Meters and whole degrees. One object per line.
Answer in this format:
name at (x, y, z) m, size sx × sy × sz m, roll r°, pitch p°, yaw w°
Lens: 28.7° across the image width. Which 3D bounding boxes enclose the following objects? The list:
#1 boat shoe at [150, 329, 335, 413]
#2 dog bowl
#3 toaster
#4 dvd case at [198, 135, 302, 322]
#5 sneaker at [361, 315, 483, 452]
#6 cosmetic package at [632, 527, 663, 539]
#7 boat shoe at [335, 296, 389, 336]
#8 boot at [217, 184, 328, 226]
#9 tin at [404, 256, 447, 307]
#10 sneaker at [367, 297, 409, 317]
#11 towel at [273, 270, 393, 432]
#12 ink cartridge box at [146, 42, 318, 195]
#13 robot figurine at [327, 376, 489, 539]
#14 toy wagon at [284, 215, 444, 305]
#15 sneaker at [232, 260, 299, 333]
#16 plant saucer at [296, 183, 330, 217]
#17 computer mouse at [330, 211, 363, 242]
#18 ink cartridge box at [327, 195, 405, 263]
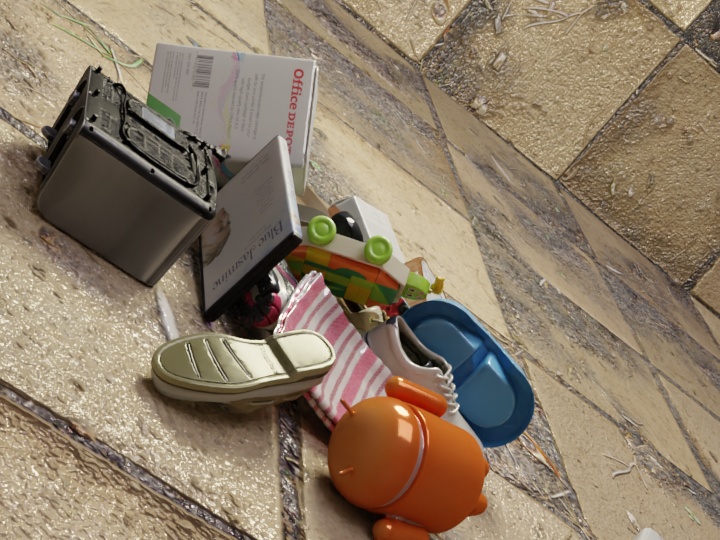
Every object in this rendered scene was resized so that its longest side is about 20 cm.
boat shoe at (-0.117, 0.106, 1.362) m, size 0.198 × 0.069 × 0.075 m, roll 0°, pitch 45°, yaw -36°
dog bowl at (0.123, 0.116, 1.676) m, size 0.200 × 0.111 × 0.050 m, roll 47°, pitch 18°, yaw -4°
toaster at (-0.243, -0.100, 1.495) m, size 0.199 × 0.119 × 0.181 m, roll 34°, pitch 19°, yaw -23°
dvd case at (-0.126, -0.049, 1.557) m, size 0.017 × 0.142 × 0.201 m, roll 37°, pitch 23°, yaw -30°
sneaker at (0.079, 0.140, 1.624) m, size 0.200 × 0.071 × 0.073 m, roll 48°, pitch 31°, yaw -2°
cosmetic package at (0.245, 0.378, 1.280) m, size 0.167 × 0.200 × 0.166 m, roll 44°, pitch 17°, yaw 8°
boat shoe at (0.000, 0.069, 1.720) m, size 0.200 × 0.066 × 0.074 m, roll 46°, pitch 17°, yaw 11°
boot at (-0.141, -0.056, 1.709) m, size 0.198 × 0.076 × 0.074 m, roll 18°, pitch 25°, yaw -1°
tin at (0.093, 0.060, 1.920) m, size 0.112 × 0.042 × 0.201 m, roll 53°, pitch 18°, yaw -30°
sneaker at (0.060, 0.107, 1.792) m, size 0.201 × 0.079 × 0.096 m, roll 53°, pitch 2°, yaw 19°
towel at (-0.017, 0.112, 1.516) m, size 0.201 × 0.030 × 0.147 m, roll 53°, pitch 29°, yaw -17°
ink cartridge box at (-0.154, -0.181, 1.691) m, size 0.197 × 0.147 × 0.088 m, roll 5°, pitch -21°, yaw 1°
robot figurine at (0.047, 0.195, 1.429) m, size 0.199 × 0.145 × 0.116 m, roll 28°, pitch 6°, yaw -40°
toy wagon at (0.000, 0.000, 1.631) m, size 0.198 × 0.040 × 0.155 m, roll 19°, pitch -20°, yaw -1°
sneaker at (-0.118, 0.003, 1.597) m, size 0.074 × 0.081 × 0.201 m, roll 28°, pitch 26°, yaw -39°
plant saucer at (-0.065, -0.063, 1.912) m, size 0.201 × 0.029 × 0.200 m, roll 51°, pitch 10°, yaw -13°
computer mouse at (-0.025, -0.011, 1.773) m, size 0.059 × 0.034 × 0.201 m, roll 54°, pitch -18°, yaw 23°
ink cartridge box at (0.030, 0.007, 1.951) m, size 0.162 × 0.050 × 0.202 m, roll 24°, pitch 46°, yaw -70°
